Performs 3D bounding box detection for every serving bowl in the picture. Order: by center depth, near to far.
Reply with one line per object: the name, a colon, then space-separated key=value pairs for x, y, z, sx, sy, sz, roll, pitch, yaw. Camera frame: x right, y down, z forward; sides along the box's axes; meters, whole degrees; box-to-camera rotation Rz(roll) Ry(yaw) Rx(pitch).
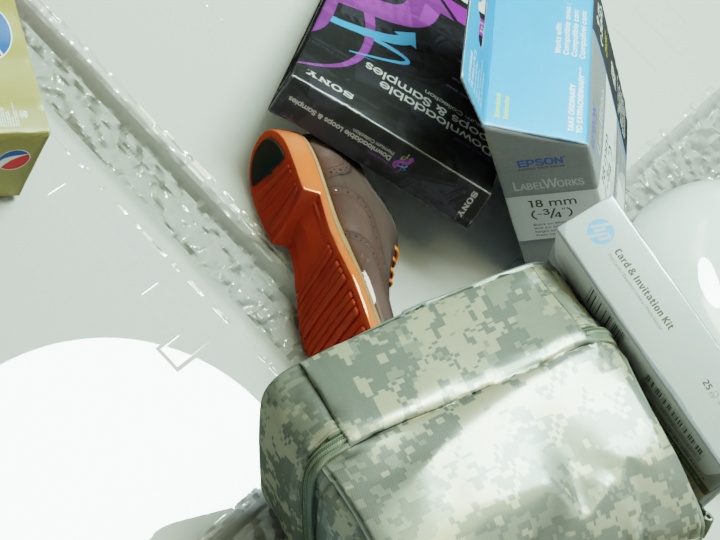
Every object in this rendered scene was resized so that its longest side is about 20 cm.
serving bowl: x=0.262 y=0.025 z=1.157 sx=0.200 sy=0.066 sz=0.201 roll=19 pitch=55 yaw=-31

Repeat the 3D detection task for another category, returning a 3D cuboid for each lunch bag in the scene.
lunch bag: x=0.060 y=0.116 z=0.934 sx=0.199 sy=0.140 sz=0.168 roll=-20 pitch=50 yaw=-21

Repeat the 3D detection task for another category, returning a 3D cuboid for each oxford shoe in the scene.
oxford shoe: x=0.000 y=0.000 z=1.061 sx=0.072 sy=0.071 sz=0.201 roll=-2 pitch=60 yaw=-34

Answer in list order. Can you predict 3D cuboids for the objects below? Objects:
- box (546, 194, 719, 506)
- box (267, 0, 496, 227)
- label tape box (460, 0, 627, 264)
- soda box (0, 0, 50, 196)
box: x=0.156 y=0.061 z=1.021 sx=0.041 sy=0.200 sz=0.156 roll=-30 pitch=75 yaw=-11
box: x=0.031 y=-0.125 z=1.150 sx=0.143 sy=0.036 sz=0.200 roll=30 pitch=37 yaw=-8
label tape box: x=0.119 y=-0.106 z=1.114 sx=0.063 sy=0.200 sz=0.145 roll=-4 pitch=53 yaw=16
soda box: x=-0.236 y=-0.141 z=1.029 sx=0.064 sy=0.068 sz=0.201 roll=-3 pitch=61 yaw=-30
